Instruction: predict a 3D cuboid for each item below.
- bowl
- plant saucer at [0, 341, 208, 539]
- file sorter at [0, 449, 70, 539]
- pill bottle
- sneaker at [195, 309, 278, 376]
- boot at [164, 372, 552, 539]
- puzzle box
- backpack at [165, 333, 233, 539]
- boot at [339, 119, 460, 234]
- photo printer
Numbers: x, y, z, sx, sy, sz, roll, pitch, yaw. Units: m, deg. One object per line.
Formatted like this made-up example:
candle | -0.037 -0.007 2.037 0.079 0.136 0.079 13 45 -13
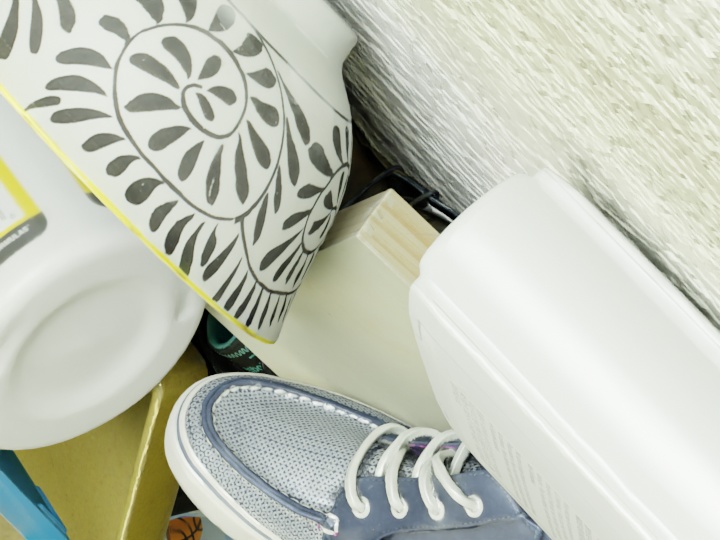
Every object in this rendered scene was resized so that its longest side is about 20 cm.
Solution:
bowl | -0.063 -0.080 1.002 0.201 0.094 0.201 48 -177 -3
plant saucer | -0.129 0.052 1.240 0.200 0.048 0.201 51 140 36
file sorter | -0.235 0.048 1.192 0.200 0.122 0.139 53 177 35
pill bottle | -0.152 -0.038 1.113 0.200 0.111 0.111 51 175 31
sneaker | -0.022 0.034 1.204 0.075 0.079 0.200 -22 110 47
boot | 0.027 0.076 1.048 0.199 0.073 0.091 25 146 4
puzzle box | 0.044 0.057 1.089 0.200 0.025 0.133 43 153 -14
backpack | -0.093 0.048 1.395 0.199 0.155 0.190 -2 -147 -39
boot | 0.001 -0.032 1.118 0.097 0.075 0.201 -1 127 53
photo printer | 0.105 0.076 0.912 0.200 0.069 0.167 47 172 20
